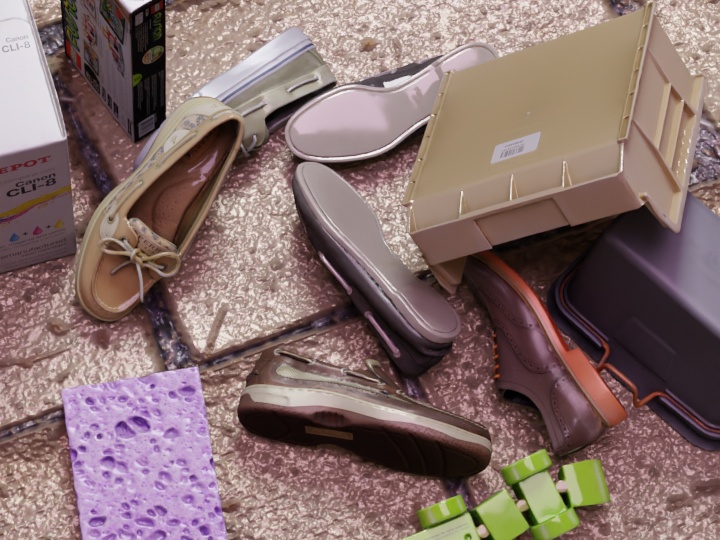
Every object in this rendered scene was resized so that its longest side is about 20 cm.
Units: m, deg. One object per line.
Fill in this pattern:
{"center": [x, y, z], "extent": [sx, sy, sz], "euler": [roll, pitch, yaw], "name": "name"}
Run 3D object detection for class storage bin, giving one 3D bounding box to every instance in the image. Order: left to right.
{"center": [0.152, -0.092, 1.596], "extent": [0.199, 0.094, 0.199], "euler": [-15, 38, 30], "name": "storage bin"}
{"center": [0.254, 0.029, 1.617], "extent": [0.200, 0.134, 0.145], "euler": [42, 68, 15], "name": "storage bin"}

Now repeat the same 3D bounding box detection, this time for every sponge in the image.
{"center": [-0.162, 0.178, 1.563], "extent": [0.111, 0.030, 0.201], "euler": [-8, 65, -9], "name": "sponge"}

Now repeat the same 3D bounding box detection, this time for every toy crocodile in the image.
{"center": [0.102, 0.194, 1.568], "extent": [0.199, 0.062, 0.068], "euler": [-26, 83, -11], "name": "toy crocodile"}

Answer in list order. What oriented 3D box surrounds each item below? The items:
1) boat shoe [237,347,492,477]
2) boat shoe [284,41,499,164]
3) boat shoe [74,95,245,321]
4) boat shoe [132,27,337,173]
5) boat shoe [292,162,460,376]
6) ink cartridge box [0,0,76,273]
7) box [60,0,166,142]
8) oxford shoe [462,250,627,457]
{"center": [0.008, 0.102, 1.594], "extent": [0.201, 0.075, 0.075], "euler": [14, 58, 1], "name": "boat shoe"}
{"center": [0.027, -0.137, 1.726], "extent": [0.199, 0.057, 0.067], "euler": [-23, 90, -11], "name": "boat shoe"}
{"center": [-0.160, -0.048, 1.617], "extent": [0.073, 0.063, 0.201], "euler": [29, 90, -25], "name": "boat shoe"}
{"center": [-0.101, -0.128, 1.694], "extent": [0.200, 0.072, 0.062], "euler": [-41, 80, -22], "name": "boat shoe"}
{"center": [0.000, 0.000, 1.642], "extent": [0.067, 0.057, 0.200], "euler": [-12, 56, -50], "name": "boat shoe"}
{"center": [-0.309, -0.099, 1.586], "extent": [0.145, 0.200, 0.145], "euler": [-15, 67, -12], "name": "ink cartridge box"}
{"center": [-0.201, -0.198, 1.644], "extent": [0.035, 0.200, 0.110], "euler": [-32, 72, -19], "name": "box"}
{"center": [0.127, 0.060, 1.628], "extent": [0.073, 0.071, 0.200], "euler": [-39, 60, 3], "name": "oxford shoe"}
